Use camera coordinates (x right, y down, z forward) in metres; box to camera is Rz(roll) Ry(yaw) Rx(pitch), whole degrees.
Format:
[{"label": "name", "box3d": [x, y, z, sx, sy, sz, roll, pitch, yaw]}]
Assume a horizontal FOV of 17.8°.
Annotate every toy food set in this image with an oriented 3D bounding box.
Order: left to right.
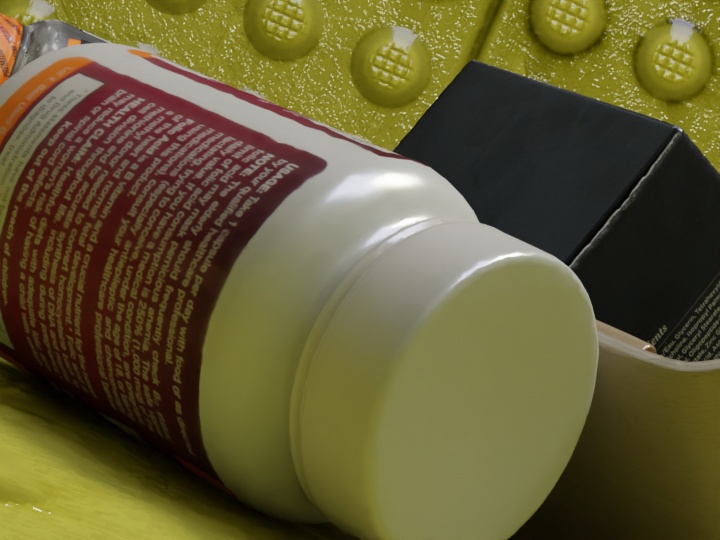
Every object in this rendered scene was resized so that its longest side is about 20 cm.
[{"label": "toy food set", "box3d": [0.077, 0.042, 0.772, 0.200, 0.060, 0.144, 24, -35, 41]}]

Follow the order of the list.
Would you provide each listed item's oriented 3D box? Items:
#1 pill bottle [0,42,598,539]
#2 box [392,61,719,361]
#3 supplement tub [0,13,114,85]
[{"label": "pill bottle", "box3d": [-0.031, 0.008, 0.706, 0.200, 0.115, 0.114, 25, 3, 41]}, {"label": "box", "box3d": [0.124, 0.014, 1.176, 0.197, 0.124, 0.200, 44, -8, -31]}, {"label": "supplement tub", "box3d": [-0.200, -0.111, 1.726, 0.199, 0.123, 0.123, 22, 2, -19]}]
